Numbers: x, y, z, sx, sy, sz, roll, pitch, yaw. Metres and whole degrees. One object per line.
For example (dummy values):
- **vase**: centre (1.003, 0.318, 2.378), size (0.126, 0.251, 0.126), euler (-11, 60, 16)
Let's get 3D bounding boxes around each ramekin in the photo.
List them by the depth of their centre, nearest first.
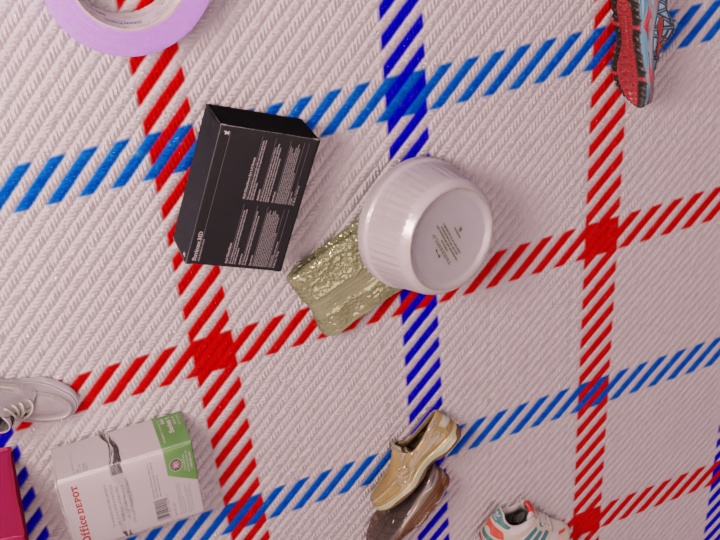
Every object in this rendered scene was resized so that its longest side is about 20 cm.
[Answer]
- **ramekin**: centre (0.103, -0.057, 1.490), size (0.202, 0.094, 0.203), euler (-15, 117, -33)

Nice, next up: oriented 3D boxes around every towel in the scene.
- **towel**: centre (0.000, 0.000, 1.544), size (0.200, 0.037, 0.149), euler (-34, 126, -3)

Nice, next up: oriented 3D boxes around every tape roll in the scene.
- **tape roll**: centre (-0.270, -0.351, 1.189), size (0.200, 0.066, 0.201), euler (-12, 124, -18)

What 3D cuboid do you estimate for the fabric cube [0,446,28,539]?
- **fabric cube**: centre (-0.556, 0.394, 1.427), size (0.199, 0.196, 0.200), euler (-8, 120, -19)

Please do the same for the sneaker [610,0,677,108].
- **sneaker**: centre (0.425, -0.333, 1.511), size (0.095, 0.079, 0.200), euler (-20, 126, -15)

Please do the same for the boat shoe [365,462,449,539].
- **boat shoe**: centre (0.087, 0.424, 1.819), size (0.072, 0.076, 0.200), euler (28, 106, -37)

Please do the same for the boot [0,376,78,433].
- **boot**: centre (-0.475, 0.191, 1.402), size (0.200, 0.096, 0.074), euler (12, 114, -30)

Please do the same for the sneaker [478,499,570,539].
- **sneaker**: centre (0.325, 0.480, 1.962), size (0.199, 0.070, 0.094), euler (6, 122, -25)

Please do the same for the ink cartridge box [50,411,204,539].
- **ink cartridge box**: centre (-0.345, 0.312, 1.543), size (0.199, 0.084, 0.146), euler (-14, 123, -16)

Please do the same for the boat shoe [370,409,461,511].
- **boat shoe**: centre (0.077, 0.316, 1.760), size (0.076, 0.072, 0.200), euler (42, 90, -22)

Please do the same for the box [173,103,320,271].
- **box**: centre (-0.155, -0.107, 1.381), size (0.141, 0.079, 0.200), euler (4, 117, -30)
